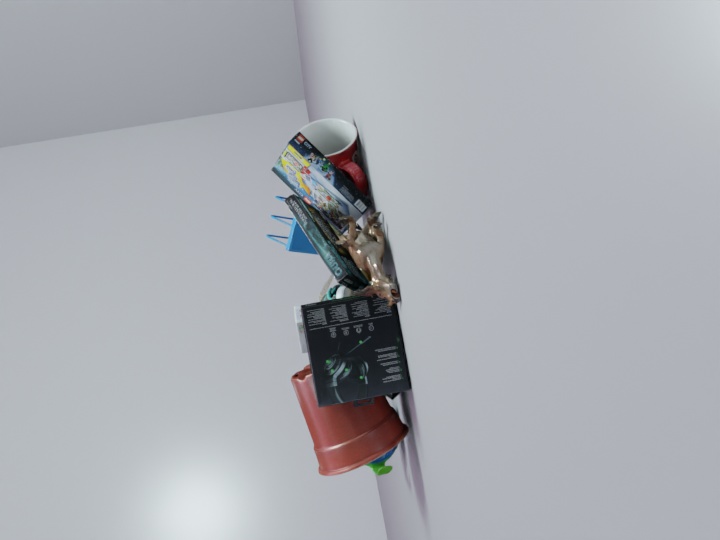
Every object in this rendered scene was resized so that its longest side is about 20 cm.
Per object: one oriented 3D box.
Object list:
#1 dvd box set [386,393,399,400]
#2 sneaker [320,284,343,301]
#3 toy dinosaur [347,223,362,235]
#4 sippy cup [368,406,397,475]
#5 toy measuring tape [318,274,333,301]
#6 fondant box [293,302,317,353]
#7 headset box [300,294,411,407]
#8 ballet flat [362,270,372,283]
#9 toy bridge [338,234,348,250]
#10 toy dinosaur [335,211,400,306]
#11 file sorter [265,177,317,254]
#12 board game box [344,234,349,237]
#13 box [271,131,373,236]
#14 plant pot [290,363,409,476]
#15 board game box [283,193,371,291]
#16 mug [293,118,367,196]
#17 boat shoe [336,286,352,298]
[{"bbox_3d":[-0.002,0.163,1.578,0.199,0.029,0.147,29,141,36],"label":"dvd box set"},{"bbox_3d":[-0.051,0.072,1.747,0.200,0.077,0.092,-125,40,-73],"label":"sneaker"},{"bbox_3d":[0.020,-0.027,1.550,0.201,0.058,0.101,68,-173,32],"label":"toy dinosaur"},{"bbox_3d":[0.031,0.363,1.753,0.178,0.140,0.131,40,152,12],"label":"sippy cup"},{"bbox_3d":[-0.037,0.005,1.906,0.074,0.073,0.201,85,-155,-52],"label":"toy measuring tape"},{"bbox_3d":[-0.066,0.140,1.990,0.145,0.199,0.059,86,173,-51],"label":"fondant box"},{"bbox_3d":[-0.009,0.149,1.408,0.093,0.173,0.201,119,140,-82],"label":"headset box"},{"bbox_3d":[0.000,0.000,1.622,0.065,0.070,0.201,31,-153,-43],"label":"ballet flat"},{"bbox_3d":[-0.046,-0.048,1.591,0.027,0.067,0.200,-48,60,27],"label":"toy bridge"},{"bbox_3d":[0.013,-0.023,1.370,0.200,0.085,0.136,-95,-9,-63],"label":"toy dinosaur"},{"bbox_3d":[-0.122,-0.151,1.775,0.122,0.138,0.201,25,104,45],"label":"file sorter"},{"bbox_3d":[-0.009,0.034,1.770,0.201,0.046,0.152,-105,7,-52],"label":"board game box"},{"bbox_3d":[-0.079,-0.168,1.524,0.200,0.038,0.137,44,155,-5],"label":"box"},{"bbox_3d":[-0.034,0.269,1.527,0.201,0.200,0.196,-166,50,-86],"label":"plant pot"},{"bbox_3d":[-0.061,-0.048,1.461,0.200,0.028,0.135,56,-170,22],"label":"board game box"},{"bbox_3d":[-0.056,-0.186,1.611,0.178,0.132,0.201,-101,1,-46],"label":"mug"},{"bbox_3d":[0.013,0.120,1.636,0.201,0.065,0.074,65,-148,-15],"label":"boat shoe"}]
